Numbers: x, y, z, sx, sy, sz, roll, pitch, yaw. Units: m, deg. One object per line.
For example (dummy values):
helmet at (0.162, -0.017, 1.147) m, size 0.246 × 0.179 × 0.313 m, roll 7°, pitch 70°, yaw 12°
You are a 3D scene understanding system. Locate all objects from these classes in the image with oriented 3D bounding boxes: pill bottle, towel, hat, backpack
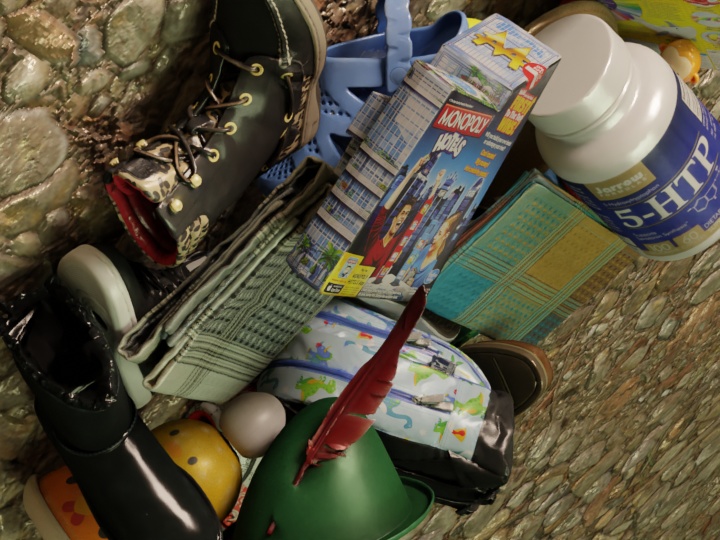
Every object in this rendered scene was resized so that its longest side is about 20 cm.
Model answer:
pill bottle at (0.205, -0.104, 1.345) m, size 0.120 × 0.120 × 0.200 m, roll -48°, pitch 131°, yaw 5°
towel at (-0.065, 0.016, 1.216) m, size 0.192 × 0.035 × 0.200 m, roll -44°, pitch 161°, yaw 3°
hat at (-0.039, 0.106, 1.265) m, size 0.198 × 0.166 × 0.178 m, roll -17°, pitch 103°, yaw -5°
towel at (0.134, -0.003, 1.416) m, size 0.146 × 0.022 × 0.200 m, roll -41°, pitch 147°, yaw 17°
backpack at (0.015, 0.106, 1.391) m, size 0.198 × 0.155 × 0.163 m, roll 7°, pitch 166°, yaw -5°

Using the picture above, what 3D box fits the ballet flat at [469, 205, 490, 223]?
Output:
ballet flat at (0.120, -0.020, 1.462) m, size 0.199 × 0.071 × 0.071 m, roll 12°, pitch 122°, yaw -30°

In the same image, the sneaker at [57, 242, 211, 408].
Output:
sneaker at (-0.143, 0.011, 1.220) m, size 0.112 × 0.073 × 0.200 m, roll -40°, pitch 160°, yaw -18°

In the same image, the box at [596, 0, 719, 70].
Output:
box at (0.251, -0.219, 1.395) m, size 0.200 × 0.116 × 0.049 m, roll 32°, pitch 71°, yaw -64°

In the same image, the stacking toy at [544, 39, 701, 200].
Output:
stacking toy at (0.242, -0.123, 1.481) m, size 0.109 × 0.116 × 0.200 m, roll -30°, pitch 159°, yaw -30°

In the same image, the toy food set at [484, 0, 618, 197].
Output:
toy food set at (0.131, -0.137, 1.414) m, size 0.200 × 0.049 × 0.198 m, roll -41°, pitch 153°, yaw -9°

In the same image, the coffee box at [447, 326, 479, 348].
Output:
coffee box at (0.085, 0.045, 1.554) m, size 0.199 × 0.044 × 0.123 m, roll -33°, pitch 174°, yaw -24°

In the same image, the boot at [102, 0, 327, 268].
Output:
boot at (-0.094, -0.100, 1.103) m, size 0.151 × 0.073 × 0.200 m, roll -48°, pitch 162°, yaw -23°

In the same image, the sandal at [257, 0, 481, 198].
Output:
sandal at (-0.003, -0.126, 1.233) m, size 0.200 × 0.080 × 0.087 m, roll -43°, pitch 118°, yaw 9°

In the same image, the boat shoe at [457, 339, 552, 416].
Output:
boat shoe at (0.101, 0.094, 1.505) m, size 0.068 × 0.072 × 0.199 m, roll -28°, pitch -177°, yaw -40°

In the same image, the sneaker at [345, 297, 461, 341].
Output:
sneaker at (0.000, 0.000, 1.399) m, size 0.200 × 0.084 × 0.073 m, roll 46°, pitch 57°, yaw -43°

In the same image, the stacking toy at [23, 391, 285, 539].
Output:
stacking toy at (-0.141, 0.159, 1.319) m, size 0.200 × 0.146 × 0.146 m, roll -40°, pitch 152°, yaw -4°

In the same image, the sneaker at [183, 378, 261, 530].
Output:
sneaker at (-0.117, 0.178, 1.477) m, size 0.107 × 0.067 × 0.202 m, roll -17°, pitch 138°, yaw -41°

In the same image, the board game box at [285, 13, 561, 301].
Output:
board game box at (0.042, -0.079, 1.141) m, size 0.201 × 0.062 × 0.200 m, roll -57°, pitch 162°, yaw 9°

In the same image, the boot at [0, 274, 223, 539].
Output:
boot at (-0.169, 0.106, 1.173) m, size 0.073 × 0.198 × 0.163 m, roll -35°, pitch 158°, yaw -18°
